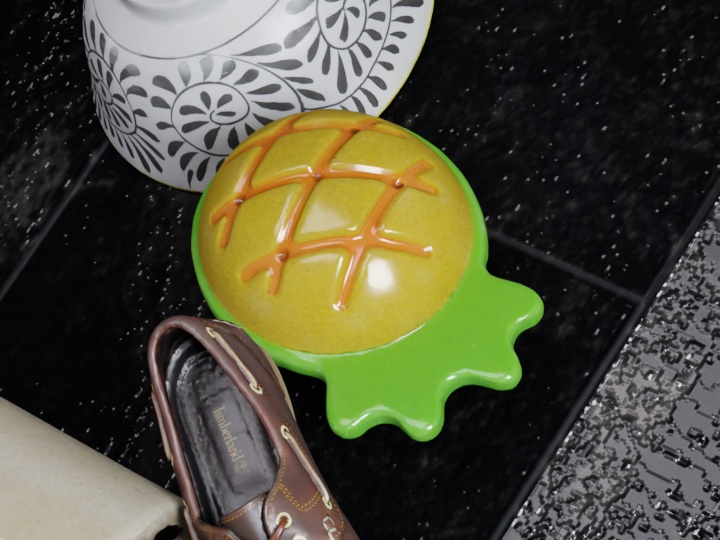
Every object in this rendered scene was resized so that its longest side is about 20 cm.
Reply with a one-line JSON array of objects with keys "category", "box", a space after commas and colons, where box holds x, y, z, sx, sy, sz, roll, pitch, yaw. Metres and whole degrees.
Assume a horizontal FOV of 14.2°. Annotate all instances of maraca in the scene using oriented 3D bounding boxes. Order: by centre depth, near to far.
[{"category": "maraca", "box": [0.000, 0.000, 1.367, 0.137, 0.107, 0.200, -34, 54, -7]}]

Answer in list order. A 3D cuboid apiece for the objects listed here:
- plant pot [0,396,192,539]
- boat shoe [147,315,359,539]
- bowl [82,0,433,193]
[{"category": "plant pot", "box": [-0.178, 0.141, 1.340, 0.183, 0.200, 0.201, 19, 72, 22]}, {"category": "boat shoe", "box": [-0.045, 0.111, 1.283, 0.070, 0.070, 0.200, -31, 69, 8]}, {"category": "bowl", "box": [-0.070, -0.149, 1.497, 0.201, 0.094, 0.201, -12, 59, 20]}]
